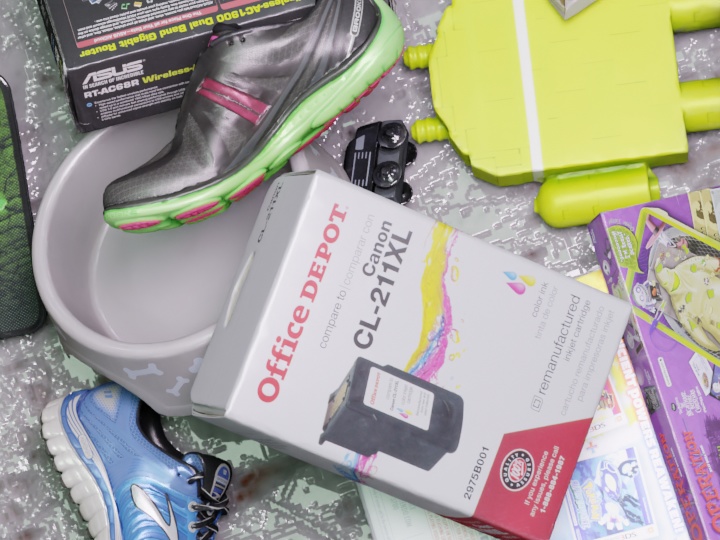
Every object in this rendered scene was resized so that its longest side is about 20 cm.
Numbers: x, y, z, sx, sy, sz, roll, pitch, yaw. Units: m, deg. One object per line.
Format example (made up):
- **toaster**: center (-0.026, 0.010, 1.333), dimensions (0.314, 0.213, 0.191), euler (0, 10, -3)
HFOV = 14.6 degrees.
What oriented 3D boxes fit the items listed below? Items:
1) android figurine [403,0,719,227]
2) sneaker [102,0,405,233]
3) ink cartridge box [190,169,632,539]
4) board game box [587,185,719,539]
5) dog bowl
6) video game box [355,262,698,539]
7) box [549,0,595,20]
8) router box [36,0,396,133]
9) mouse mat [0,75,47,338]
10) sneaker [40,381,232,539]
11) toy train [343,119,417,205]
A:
- **android figurine**: center (0.125, -0.117, 1.659), dimensions (0.199, 0.041, 0.183), euler (-9, 79, 5)
- **sneaker**: center (-0.069, -0.092, 1.563), dimensions (0.200, 0.077, 0.084), euler (-39, 88, -10)
- **ink cartridge box**: center (0.026, 0.049, 1.538), dimensions (0.199, 0.083, 0.147), euler (22, 84, -15)
- **board game box**: center (0.216, 0.051, 1.603), dimensions (0.119, 0.032, 0.201), euler (-11, 77, -23)
- **dog bowl**: center (-0.101, -0.018, 1.628), dimensions (0.199, 0.059, 0.201), euler (-10, 61, 18)
- **video game box**: center (0.092, 0.119, 1.620), dimensions (0.181, 0.047, 0.201), euler (-18, 78, 7)
- **box**: center (0.081, -0.235, 1.662), dimensions (0.041, 0.039, 0.200), euler (-32, 64, -10)
- **router box**: center (-0.093, -0.177, 1.645), dimensions (0.199, 0.062, 0.150), euler (-15, 55, -7)
- **mouse mat**: center (-0.293, -0.029, 1.671), dimensions (0.199, 0.008, 0.162), euler (-7, 101, 7)
- **sneaker**: center (-0.110, 0.149, 1.625), dimensions (0.089, 0.079, 0.201), euler (-28, 78, 4)
- **toy train**: center (0.000, 0.000, 1.632), dimensions (0.046, 0.034, 0.201), euler (-3, 59, 17)
